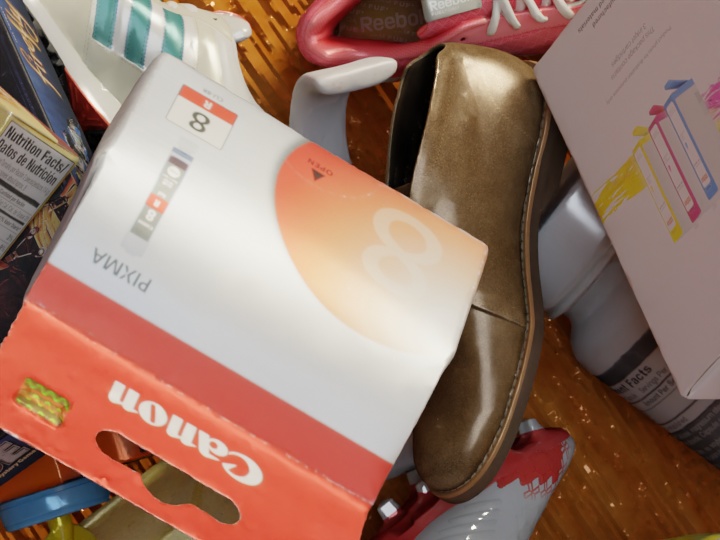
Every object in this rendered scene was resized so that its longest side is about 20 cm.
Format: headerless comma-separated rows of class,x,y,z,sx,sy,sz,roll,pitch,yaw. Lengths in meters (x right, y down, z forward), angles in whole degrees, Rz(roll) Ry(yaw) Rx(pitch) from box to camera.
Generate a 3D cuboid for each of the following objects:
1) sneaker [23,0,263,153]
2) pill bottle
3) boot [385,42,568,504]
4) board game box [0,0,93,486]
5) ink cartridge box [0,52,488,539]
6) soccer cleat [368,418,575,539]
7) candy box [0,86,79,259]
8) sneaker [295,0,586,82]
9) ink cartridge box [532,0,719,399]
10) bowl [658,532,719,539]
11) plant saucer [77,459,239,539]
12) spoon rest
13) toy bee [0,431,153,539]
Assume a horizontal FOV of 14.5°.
sneaker,-0.105,-0.101,1.287,0.093,0.070,0.200,-40,89,-29
pill bottle,0.167,0.024,1.283,0.200,0.113,0.113,38,79,-3
boot,0.037,-0.001,1.222,0.075,0.074,0.201,17,74,-35
board game box,-0.168,-0.011,1.172,0.135,0.035,0.200,-35,60,14
ink cartridge box,-0.045,0.018,1.092,0.162,0.050,0.200,31,35,-8
soccer cleat,0.038,0.139,1.248,0.200,0.069,0.085,-38,99,-42
candy box,-0.220,-0.006,1.143,0.115,0.055,0.200,39,93,33
sneaker,0.063,-0.120,1.258,0.199,0.087,0.074,-14,95,22
ink cartridge box,0.185,-0.042,1.174,0.128,0.125,0.200,0,54,-35
bowl,0.109,0.212,1.242,0.107,0.200,0.201,2,80,34
plant saucer,-0.086,0.208,1.254,0.200,0.048,0.200,-37,90,-12
spoon rest,0.000,0.000,1.275,0.099,0.061,0.201,-14,110,-23
toy bee,-0.117,0.078,1.210,0.199,0.109,0.131,4,95,23
